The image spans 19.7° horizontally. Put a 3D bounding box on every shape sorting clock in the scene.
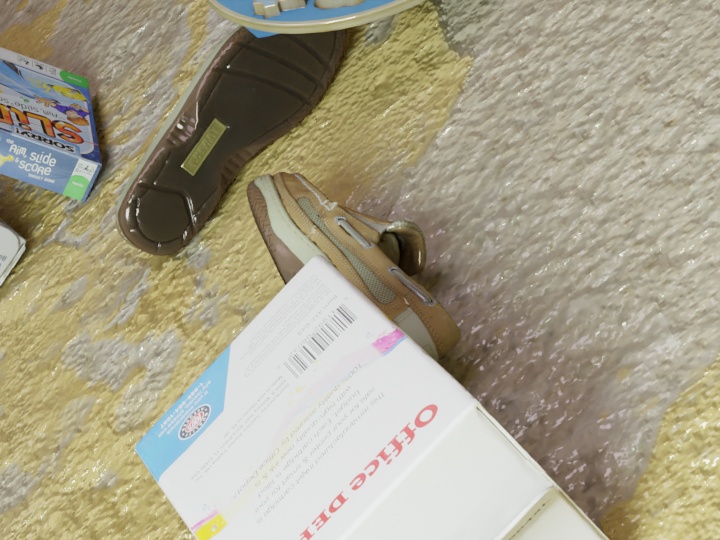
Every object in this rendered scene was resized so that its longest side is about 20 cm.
[{"bbox_3d":[-0.008,-0.212,1.304,0.199,0.039,0.201,-14,38,11],"label":"shape sorting clock"}]

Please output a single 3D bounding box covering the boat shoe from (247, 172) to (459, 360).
[{"bbox_3d":[0.000,0.000,1.107,0.076,0.072,0.200,-30,39,-2],"label":"boat shoe"}]

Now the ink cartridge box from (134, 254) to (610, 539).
[{"bbox_3d":[0.011,0.108,0.912,0.129,0.125,0.200,-45,31,-1],"label":"ink cartridge box"}]

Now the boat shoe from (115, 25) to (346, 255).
[{"bbox_3d":[-0.090,-0.099,1.334,0.200,0.072,0.076,-47,16,-7],"label":"boat shoe"}]

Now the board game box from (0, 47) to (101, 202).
[{"bbox_3d":[-0.284,-0.124,1.460,0.035,0.199,0.136,-60,26,24],"label":"board game box"}]

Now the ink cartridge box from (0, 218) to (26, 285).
[{"bbox_3d":[-0.344,-0.048,1.481,0.088,0.145,0.200,-57,33,-4],"label":"ink cartridge box"}]
